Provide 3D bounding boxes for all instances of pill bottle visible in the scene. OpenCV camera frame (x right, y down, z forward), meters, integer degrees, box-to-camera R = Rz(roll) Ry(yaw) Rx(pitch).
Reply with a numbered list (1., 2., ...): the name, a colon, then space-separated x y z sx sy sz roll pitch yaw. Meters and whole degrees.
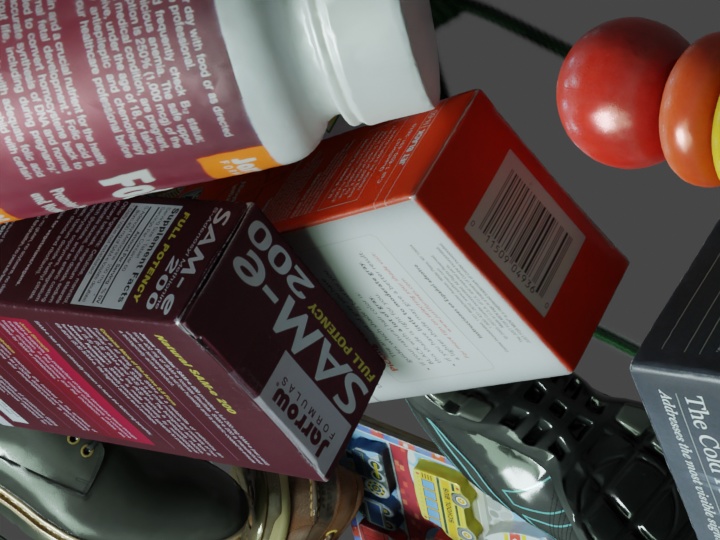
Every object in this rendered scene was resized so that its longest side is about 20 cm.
1. pill bottle: -0.077 -0.087 0.691 0.199 0.114 0.114 -11 131 10

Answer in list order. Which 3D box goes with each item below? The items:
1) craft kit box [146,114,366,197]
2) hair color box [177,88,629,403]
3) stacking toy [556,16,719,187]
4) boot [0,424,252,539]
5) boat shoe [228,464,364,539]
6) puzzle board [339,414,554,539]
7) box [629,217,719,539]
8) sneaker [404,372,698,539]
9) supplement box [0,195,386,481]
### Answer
1. craft kit box: -0.093 -0.089 0.839 0.200 0.049 0.198 -7 124 48
2. hair color box: 0.000 0.000 0.761 0.200 0.061 0.102 -13 128 50
3. stacking toy: 0.150 -0.045 0.623 0.199 0.085 0.086 15 141 39
4. boot: -0.139 0.065 0.905 0.199 0.078 0.139 17 131 -6
5. boat shoe: -0.049 0.159 1.048 0.067 0.072 0.200 0 152 -18
6. puzzle board: 0.057 0.165 1.028 0.150 0.017 0.200 20 143 28
7. box: 0.223 0.081 0.678 0.182 0.104 0.200 6 136 39
8. sneaker: 0.093 0.083 0.858 0.200 0.075 0.079 43 162 5
9. supplement box: -0.101 0.022 0.758 0.199 0.061 0.109 6 147 40
